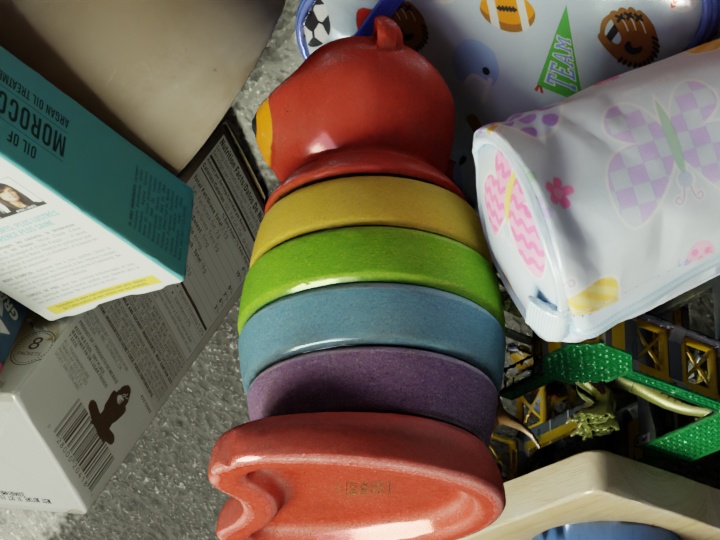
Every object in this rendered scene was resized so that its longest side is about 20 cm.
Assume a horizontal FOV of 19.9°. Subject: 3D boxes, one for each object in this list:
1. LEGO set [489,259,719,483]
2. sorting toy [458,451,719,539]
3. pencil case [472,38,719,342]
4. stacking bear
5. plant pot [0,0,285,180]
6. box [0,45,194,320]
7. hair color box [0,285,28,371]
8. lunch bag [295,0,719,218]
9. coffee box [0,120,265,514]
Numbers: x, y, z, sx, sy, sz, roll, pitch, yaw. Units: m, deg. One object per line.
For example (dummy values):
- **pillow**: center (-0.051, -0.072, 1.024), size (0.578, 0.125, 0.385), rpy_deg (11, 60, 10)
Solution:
- **LEGO set**: center (0.088, 0.021, 0.907), size (0.153, 0.117, 0.200), rpy_deg (14, 150, -24)
- **sorting toy**: center (0.113, 0.168, 0.969), size (0.198, 0.070, 0.200), rpy_deg (21, 148, -32)
- **pencil case**: center (0.142, -0.041, 0.775), size (0.083, 0.199, 0.091), rpy_deg (123, 127, -76)
- **stacking bear**: center (0.000, 0.000, 0.815), size (0.113, 0.201, 0.122), rpy_deg (0, 156, -1)
- **plant pot**: center (-0.134, -0.130, 0.925), size (0.173, 0.201, 0.200), rpy_deg (33, 139, -14)
- **box**: center (-0.163, -0.049, 0.858), size (0.082, 0.049, 0.200), rpy_deg (-16, 145, 31)
- **hair color box**: center (-0.205, 0.004, 0.950), size (0.099, 0.201, 0.061), rpy_deg (-18, 122, 22)
- **lunch bag**: center (0.061, -0.115, 0.863), size (0.160, 0.076, 0.200), rpy_deg (43, 136, 1)
- **coffee box**: center (-0.140, 0.019, 1.017), size (0.114, 0.200, 0.080), rpy_deg (-1, 130, 35)
